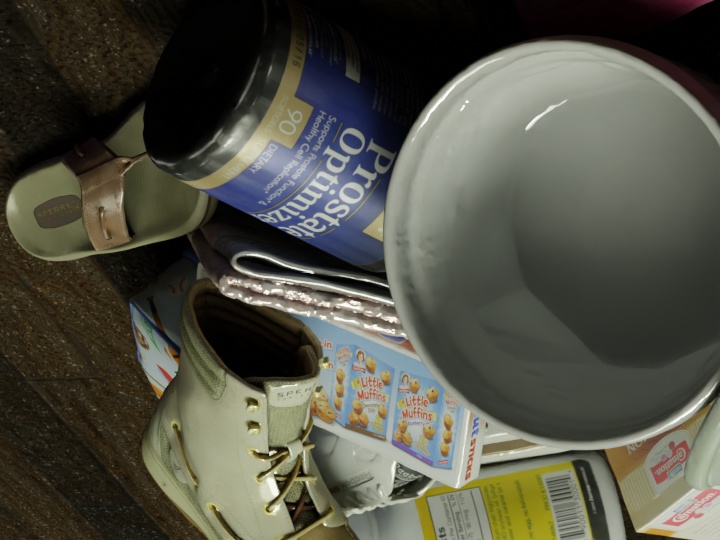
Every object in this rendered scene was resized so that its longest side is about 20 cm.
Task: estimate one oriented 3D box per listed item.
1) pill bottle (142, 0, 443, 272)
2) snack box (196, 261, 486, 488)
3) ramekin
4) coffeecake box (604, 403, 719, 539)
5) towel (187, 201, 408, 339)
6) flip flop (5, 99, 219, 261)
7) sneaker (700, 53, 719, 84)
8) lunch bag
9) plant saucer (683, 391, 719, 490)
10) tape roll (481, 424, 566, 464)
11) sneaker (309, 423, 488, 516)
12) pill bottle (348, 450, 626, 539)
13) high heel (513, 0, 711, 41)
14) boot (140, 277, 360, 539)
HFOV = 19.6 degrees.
[{"bbox_3d":[-0.008,-0.066,1.123,0.200,0.112,0.112,26,146,-33],"label":"pill bottle"},{"bbox_3d":[-0.015,0.056,1.206,0.200,0.072,0.024,22,-153,31],"label":"snack box"},{"bbox_3d":[0.122,-0.017,1.039,0.200,0.201,0.105,-13,180,31],"label":"ramekin"},{"bbox_3d":[0.275,0.103,1.286,0.200,0.073,0.154,13,136,-39],"label":"coffeecake box"},{"bbox_3d":[0.000,0.000,1.228,0.200,0.032,0.191,14,-170,-14],"label":"towel"},{"bbox_3d":[-0.152,-0.047,1.216,0.200,0.081,0.058,-16,-177,44],"label":"flip flop"},{"bbox_3d":[0.165,-0.056,1.113,0.091,0.078,0.200,-29,173,-38],"label":"sneaker"},{"bbox_3d":[-0.071,0.081,1.380,0.160,0.076,0.200,39,164,22],"label":"lunch bag"},{"bbox_3d":[0.237,0.038,1.025,0.050,0.200,0.200,38,159,19],"label":"plant saucer"},{"bbox_3d":[0.091,0.082,1.359,0.202,0.071,0.202,-9,169,-2],"label":"tape roll"},{"bbox_3d":[-0.003,0.115,1.262,0.076,0.081,0.200,-5,146,-46],"label":"sneaker"},{"bbox_3d":[0.078,0.192,1.462,0.200,0.114,0.114,-10,153,-5],"label":"pill bottle"},{"bbox_3d":[0.166,-0.142,0.995,0.200,0.067,0.096,-8,151,24],"label":"high heel"},{"bbox_3d":[-0.042,0.111,1.185,0.200,0.072,0.155,44,142,21],"label":"boot"}]
